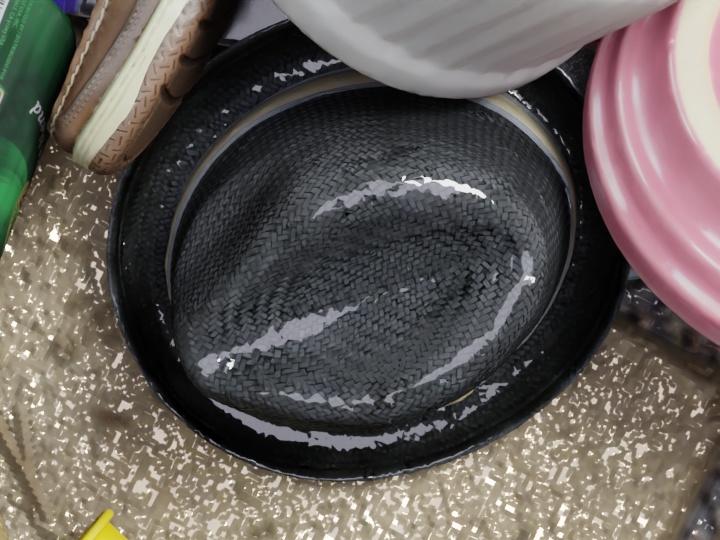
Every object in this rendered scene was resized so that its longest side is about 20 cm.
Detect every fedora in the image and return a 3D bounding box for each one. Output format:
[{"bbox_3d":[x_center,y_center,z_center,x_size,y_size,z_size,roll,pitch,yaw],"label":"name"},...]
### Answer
[{"bbox_3d":[0.000,0.000,0.739,0.199,0.092,0.202,1,104,3],"label":"fedora"}]

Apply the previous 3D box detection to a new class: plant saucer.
[{"bbox_3d":[0.179,-0.055,0.714,0.199,0.051,0.202,1,59,-2],"label":"plant saucer"}]

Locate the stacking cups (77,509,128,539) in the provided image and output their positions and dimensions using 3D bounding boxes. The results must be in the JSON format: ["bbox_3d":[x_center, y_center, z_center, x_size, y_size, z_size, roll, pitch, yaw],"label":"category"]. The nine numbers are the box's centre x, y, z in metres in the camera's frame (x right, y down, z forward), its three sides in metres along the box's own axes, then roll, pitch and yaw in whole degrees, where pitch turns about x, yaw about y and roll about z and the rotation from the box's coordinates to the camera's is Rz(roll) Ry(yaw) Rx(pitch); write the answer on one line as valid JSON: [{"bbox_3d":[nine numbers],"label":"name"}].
[{"bbox_3d":[-0.043,0.179,0.783,0.200,0.061,0.061,43,90,-4],"label":"stacking cups"}]

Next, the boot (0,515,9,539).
[{"bbox_3d":[-0.062,0.142,0.711,0.154,0.073,0.201,-19,97,1],"label":"boot"}]

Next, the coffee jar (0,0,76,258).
[{"bbox_3d":[-0.169,-0.009,0.713,0.085,0.104,0.201,23,58,-9],"label":"coffee jar"}]

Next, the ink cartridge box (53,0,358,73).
[{"bbox_3d":[-0.046,-0.185,0.785,0.198,0.043,0.200,11,91,1],"label":"ink cartridge box"}]

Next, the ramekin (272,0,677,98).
[{"bbox_3d":[0.047,-0.165,0.677,0.199,0.097,0.202,7,78,-35],"label":"ramekin"}]

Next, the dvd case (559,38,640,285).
[{"bbox_3d":[0.139,-0.101,0.794,0.145,0.022,0.202,-5,91,0],"label":"dvd case"}]

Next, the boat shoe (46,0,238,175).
[{"bbox_3d":[-0.067,-0.134,0.732,0.074,0.075,0.203,28,81,1],"label":"boat shoe"}]
